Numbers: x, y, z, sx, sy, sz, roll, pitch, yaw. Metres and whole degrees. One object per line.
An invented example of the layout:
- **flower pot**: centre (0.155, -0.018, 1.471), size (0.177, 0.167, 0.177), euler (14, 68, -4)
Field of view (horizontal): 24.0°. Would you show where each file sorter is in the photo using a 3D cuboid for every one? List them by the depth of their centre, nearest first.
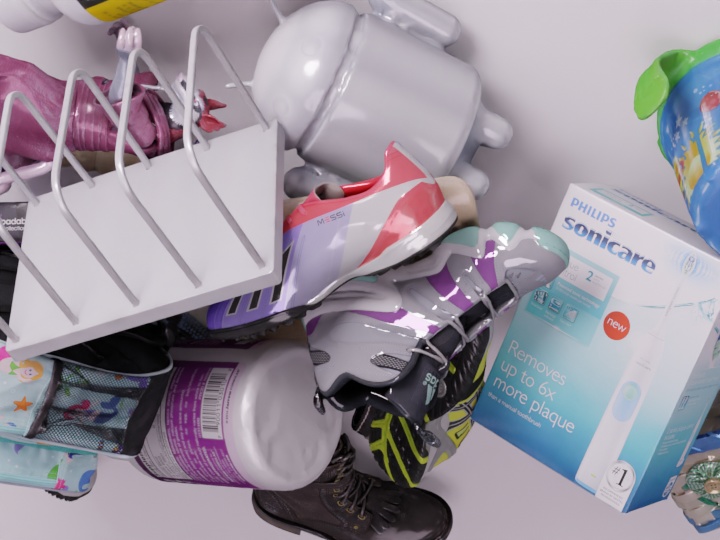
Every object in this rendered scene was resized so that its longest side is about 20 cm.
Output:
- **file sorter**: centre (-0.166, -0.054, 1.109), size (0.199, 0.139, 0.125), euler (-17, 136, 17)

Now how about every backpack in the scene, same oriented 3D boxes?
- **backpack**: centre (-0.261, 0.065, 1.234), size (0.199, 0.177, 0.151), euler (20, 103, -37)

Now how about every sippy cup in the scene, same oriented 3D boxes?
- **sippy cup**: centre (0.279, -0.078, 1.196), size (0.176, 0.131, 0.140), euler (2, 127, 6)

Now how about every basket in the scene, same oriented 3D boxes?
- **basket**: centre (0.289, 0.091, 1.324), size (0.175, 0.139, 0.201), euler (-22, 102, 22)

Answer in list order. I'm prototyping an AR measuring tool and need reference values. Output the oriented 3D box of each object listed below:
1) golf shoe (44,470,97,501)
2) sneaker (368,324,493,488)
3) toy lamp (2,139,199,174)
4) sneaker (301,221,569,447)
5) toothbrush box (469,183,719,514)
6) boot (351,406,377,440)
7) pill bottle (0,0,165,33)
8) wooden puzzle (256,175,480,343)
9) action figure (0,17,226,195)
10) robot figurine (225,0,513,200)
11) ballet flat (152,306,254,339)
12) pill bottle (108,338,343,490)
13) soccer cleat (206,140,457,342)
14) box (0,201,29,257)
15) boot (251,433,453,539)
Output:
- **golf shoe**: centre (-0.245, 0.119, 1.448), size (0.094, 0.078, 0.201), euler (-5, 128, 10)
- **sneaker**: centre (0.062, 0.081, 1.301), size (0.075, 0.076, 0.201), euler (45, 141, 20)
- **toy lamp**: centre (-0.180, -0.083, 1.297), size (0.198, 0.058, 0.058), euler (10, 128, -1)
- **sneaker**: centre (0.056, 0.053, 1.169), size (0.199, 0.141, 0.078), euler (-17, 147, 20)
- **toothbrush box**: centre (0.193, 0.055, 1.258), size (0.146, 0.085, 0.201), euler (31, 106, 28)
- **boot**: centre (-0.012, 0.037, 1.357), size (0.150, 0.073, 0.201), euler (18, 124, -8)
- **pill bottle**: centre (-0.160, -0.231, 1.144), size (0.199, 0.112, 0.112), euler (-18, 124, 20)
- **wooden puzzle**: centre (0.000, 0.000, 1.246), size (0.184, 0.037, 0.200), euler (-8, 147, 5)
- **action figure**: centre (-0.194, -0.106, 1.201), size (0.198, 0.134, 0.150), euler (8, 98, 5)
- **robot figurine**: centre (0.007, -0.118, 1.208), size (0.199, 0.113, 0.171), euler (26, 88, -13)
- **ballet flat**: centre (-0.109, 0.050, 1.395), size (0.199, 0.074, 0.074), euler (33, 124, -20)
- **pill bottle**: centre (-0.119, 0.109, 1.303), size (0.199, 0.113, 0.113), euler (-2, 133, 41)
- **soccer cleat**: centre (-0.032, -0.017, 1.144), size (0.199, 0.068, 0.073), euler (-27, 103, 25)
- **box**: centre (-0.222, -0.028, 1.301), size (0.198, 0.143, 0.036), euler (1, 85, 9)
- **boot**: centre (-0.016, 0.181, 1.431), size (0.198, 0.070, 0.174), euler (8, 154, 3)
